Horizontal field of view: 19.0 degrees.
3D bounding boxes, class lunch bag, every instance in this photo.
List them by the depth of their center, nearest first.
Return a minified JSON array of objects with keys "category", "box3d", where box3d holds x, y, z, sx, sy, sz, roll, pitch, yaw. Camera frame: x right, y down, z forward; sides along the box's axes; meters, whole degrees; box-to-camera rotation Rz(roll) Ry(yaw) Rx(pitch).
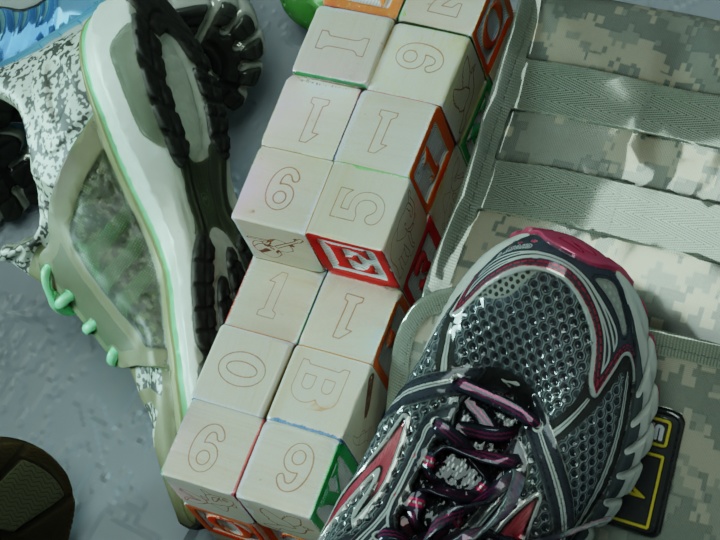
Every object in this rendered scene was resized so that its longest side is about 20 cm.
[{"category":"lunch bag","box3d":[0.107,0.021,0.736,0.163,0.118,0.201,14,75,18]}]

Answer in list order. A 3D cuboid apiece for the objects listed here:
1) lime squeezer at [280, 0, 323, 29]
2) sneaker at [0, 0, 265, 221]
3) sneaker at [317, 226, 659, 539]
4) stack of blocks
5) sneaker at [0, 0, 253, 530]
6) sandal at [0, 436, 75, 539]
[{"category":"lime squeezer","box3d":[0.012,-0.106,0.866,0.070,0.038,0.200,-25,57,-36]},{"category":"sneaker","box3d":[-0.138,-0.079,0.872,0.199,0.079,0.090,-18,44,0]},{"category":"sneaker","box3d":[0.029,0.083,0.666,0.080,0.075,0.201,26,99,19]},{"category":"stack of blocks","box3d":[0.000,0.000,0.764,0.058,0.115,0.201,14,69,21]},{"category":"sneaker","box3d":[-0.088,-0.001,0.801,0.088,0.077,0.201,-14,84,23]},{"category":"sandal","box3d":[-0.189,0.135,0.782,0.200,0.082,0.055,-50,43,-4]}]
